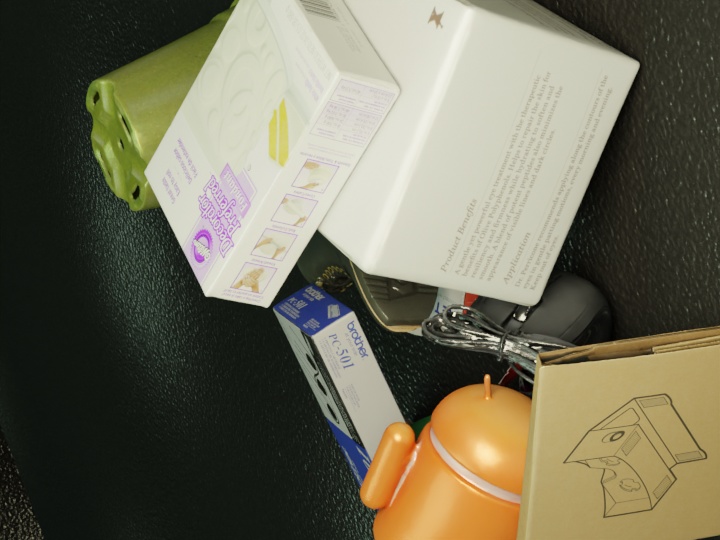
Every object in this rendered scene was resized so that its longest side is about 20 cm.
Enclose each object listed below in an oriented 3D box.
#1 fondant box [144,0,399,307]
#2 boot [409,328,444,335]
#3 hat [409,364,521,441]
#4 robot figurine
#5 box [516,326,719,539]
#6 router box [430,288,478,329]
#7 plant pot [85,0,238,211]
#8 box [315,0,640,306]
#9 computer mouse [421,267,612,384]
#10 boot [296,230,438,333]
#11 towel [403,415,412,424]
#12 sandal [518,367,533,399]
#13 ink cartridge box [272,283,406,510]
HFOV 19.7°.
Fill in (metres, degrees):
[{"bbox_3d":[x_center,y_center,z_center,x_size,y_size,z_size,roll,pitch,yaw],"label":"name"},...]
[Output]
[{"bbox_3d":[-0.067,-0.097,1.472,0.201,0.058,0.145,-58,41,27],"label":"fondant box"},{"bbox_3d":[0.022,-0.037,1.838,0.200,0.072,0.091,54,157,34],"label":"boot"},{"bbox_3d":[0.141,0.124,1.779,0.166,0.176,0.200,44,179,-12],"label":"hat"},{"bbox_3d":[0.085,0.172,1.578,0.143,0.116,0.201,35,112,20],"label":"robot figurine"},{"bbox_3d":[0.196,0.128,1.490,0.021,0.162,0.201,-110,17,-47],"label":"box"},{"bbox_3d":[0.057,-0.062,1.703,0.200,0.049,0.181,28,115,53],"label":"router box"},{"bbox_3d":[-0.157,-0.146,2.001,0.200,0.183,0.202,47,148,41],"label":"plant pot"},{"bbox_3d":[0.053,-0.112,1.508,0.200,0.170,0.200,39,112,48],"label":"box"},{"bbox_3d":[0.139,0.033,1.554,0.138,0.200,0.053,19,105,17],"label":"computer mouse"},{"bbox_3d":[0.000,0.000,1.696,0.139,0.077,0.201,117,150,-43],"label":"boot"},{"bbox_3d":[0.058,0.209,1.893,0.192,0.032,0.200,63,-175,16],"label":"towel"},{"bbox_3d":[0.167,0.101,1.598,0.200,0.075,0.048,29,95,43],"label":"sandal"},{"bbox_3d":[0.000,0.114,1.716,0.201,0.044,0.094,65,166,-23],"label":"ink cartridge box"}]
